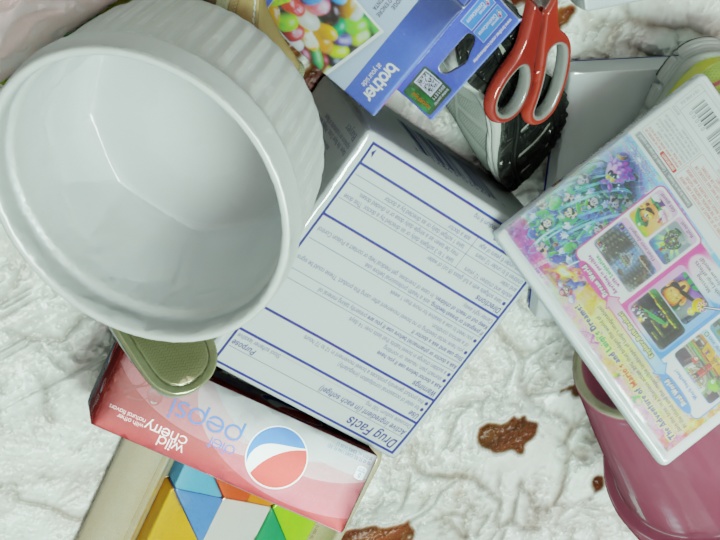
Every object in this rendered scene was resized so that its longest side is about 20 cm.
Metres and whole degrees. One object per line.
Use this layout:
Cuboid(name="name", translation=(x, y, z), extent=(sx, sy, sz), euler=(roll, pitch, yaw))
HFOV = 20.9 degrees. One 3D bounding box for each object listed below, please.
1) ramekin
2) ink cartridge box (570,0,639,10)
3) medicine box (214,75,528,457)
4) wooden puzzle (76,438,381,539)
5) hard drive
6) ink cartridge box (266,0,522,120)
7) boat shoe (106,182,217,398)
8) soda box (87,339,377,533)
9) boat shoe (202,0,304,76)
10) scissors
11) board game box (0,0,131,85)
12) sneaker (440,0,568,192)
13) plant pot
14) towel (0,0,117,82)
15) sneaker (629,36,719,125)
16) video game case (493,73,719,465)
Cuboid(name="ramekin", translation=(-0.116, -0.069, 1.173), extent=(0.198, 0.105, 0.202), euler=(11, 126, 15))
Cuboid(name="ink cartridge box", translation=(0.234, -0.276, 1.341), extent=(0.198, 0.047, 0.161), euler=(-12, 121, -12))
Cuboid(name="medicine box", translation=(0.000, 0.000, 1.373), extent=(0.181, 0.103, 0.201), euler=(30, 105, -31))
Cuboid(name="wooden puzzle", translation=(-0.102, 0.187, 1.479), extent=(0.198, 0.037, 0.186), euler=(17, 111, -27))
Cuboid(name="hard drive", translation=(0.200, -0.062, 1.460), extent=(0.131, 0.025, 0.202), euler=(-5, 119, -18))
Cuboid(name="ink cartridge box", translation=(-0.008, -0.182, 1.225), extent=(0.199, 0.042, 0.119), euler=(39, 136, -6))
Cuboid(name="boat shoe", translation=(-0.160, -0.007, 1.286), extent=(0.074, 0.068, 0.202), euler=(-24, 88, -13))
Cuboid(name="soda box", translation=(-0.092, 0.113, 1.383), extent=(0.199, 0.070, 0.064), euler=(25, 93, -13))
Cuboid(name="boat shoe", translation=(-0.072, -0.137, 1.236), extent=(0.075, 0.072, 0.201), euler=(10, 135, -5))
Cuboid(name="scissors", translation=(0.123, -0.184, 1.283), extent=(0.073, 0.014, 0.202), euler=(-14, 128, -37))
Cuboid(name="board game box", translation=(-0.182, -0.209, 1.221), extent=(0.101, 0.048, 0.201), euler=(24, 107, -29))
Cuboid(name="sneaker", translation=(0.087, -0.133, 1.358), extent=(0.074, 0.079, 0.201), euler=(-46, 141, -14))
Cuboid(name="plant pot", translation=(0.253, 0.103, 1.458), extent=(0.200, 0.200, 0.179), euler=(-39, 130, 4))
Cuboid(name="towel", translation=(-0.246, -0.207, 1.163), extent=(0.199, 0.032, 0.192), euler=(-33, 105, 9))
Cuboid(name="sneaker", translation=(0.220, -0.065, 1.397), extent=(0.078, 0.090, 0.201), euler=(14, 113, -29))
Cuboid(name="video game case", translation=(0.219, -0.001, 1.337), extent=(0.181, 0.024, 0.201), euler=(-37, 96, -2))
